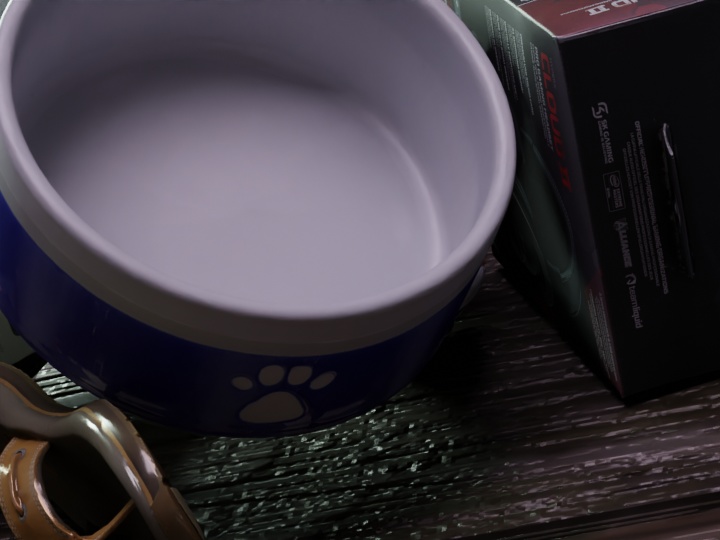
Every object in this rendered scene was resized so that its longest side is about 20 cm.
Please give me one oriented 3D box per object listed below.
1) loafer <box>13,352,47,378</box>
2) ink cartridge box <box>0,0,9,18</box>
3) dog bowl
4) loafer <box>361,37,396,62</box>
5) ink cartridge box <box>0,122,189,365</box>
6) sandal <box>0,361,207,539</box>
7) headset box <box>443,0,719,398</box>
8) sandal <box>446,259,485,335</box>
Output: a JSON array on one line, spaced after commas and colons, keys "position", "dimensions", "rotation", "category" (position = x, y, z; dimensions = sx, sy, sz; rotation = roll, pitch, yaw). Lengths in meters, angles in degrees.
[{"position": [-0.174, 0.050, 1.214], "dimensions": [0.072, 0.073, 0.200], "rotation": [19, 48, 42], "category": "loafer"}, {"position": [-0.127, -0.085, 1.399], "dimensions": [0.084, 0.147, 0.199], "rotation": [-31, 27, -35], "category": "ink cartridge box"}, {"position": [-0.047, -0.039, 1.089], "dimensions": [0.199, 0.079, 0.201], "rotation": [9, 50, -11], "category": "dog bowl"}, {"position": [0.000, -0.096, 1.243], "dimensions": [0.070, 0.070, 0.200], "rotation": [-44, 20, -19], "category": "loafer"}, {"position": [-0.138, -0.032, 1.192], "dimensions": [0.199, 0.068, 0.116], "rotation": [-29, 40, -19], "category": "ink cartridge box"}, {"position": [-0.109, 0.085, 1.070], "dimensions": [0.054, 0.081, 0.200], "rotation": [-40, 27, -18], "category": "sandal"}, {"position": [0.100, -0.051, 1.156], "dimensions": [0.077, 0.150, 0.200], "rotation": [-16, 22, -8], "category": "headset box"}, {"position": [0.008, 0.001, 1.218], "dimensions": [0.079, 0.060, 0.207], "rotation": [5, 20, -3], "category": "sandal"}]
